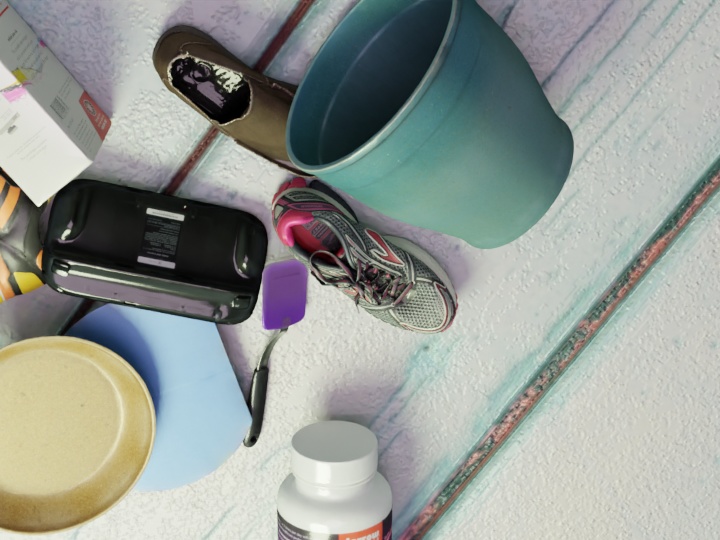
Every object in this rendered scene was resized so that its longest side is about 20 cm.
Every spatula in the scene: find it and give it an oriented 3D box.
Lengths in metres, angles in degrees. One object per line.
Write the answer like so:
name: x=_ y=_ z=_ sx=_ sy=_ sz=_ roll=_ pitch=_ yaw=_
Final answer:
spatula: x=-0.086 y=0.081 z=1.473 sx=0.056 sy=0.021 sz=0.201 roll=-14 pitch=129 yaw=-43

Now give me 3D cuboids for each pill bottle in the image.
pill bottle: x=-0.024 y=0.251 z=1.498 sx=0.110 sy=0.112 sz=0.202 roll=-1 pitch=112 yaw=-1

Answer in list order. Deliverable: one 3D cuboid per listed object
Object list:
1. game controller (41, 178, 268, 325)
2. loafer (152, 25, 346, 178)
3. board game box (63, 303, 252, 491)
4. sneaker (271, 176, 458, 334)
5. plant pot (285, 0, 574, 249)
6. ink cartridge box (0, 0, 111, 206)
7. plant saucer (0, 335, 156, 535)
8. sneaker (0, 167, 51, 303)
game controller: x=-0.183 y=-0.016 z=1.410 sx=0.198 sy=0.042 sz=0.105 roll=12 pitch=81 yaw=-14
loafer: x=-0.096 y=-0.135 z=1.363 sx=0.199 sy=0.071 sz=0.073 roll=28 pitch=109 yaw=-12
board game box: x=-0.195 y=0.109 z=1.480 sx=0.157 sy=0.039 sz=0.201 roll=-19 pitch=113 yaw=0
sneaker: x=0.000 y=0.000 z=1.418 sx=0.199 sy=0.075 sz=0.081 roll=32 pitch=108 yaw=-14
plant pot: x=0.070 y=-0.119 z=1.316 sx=0.187 sy=0.201 sz=0.200 roll=35 pitch=108 yaw=-29
ink cartridge box: x=-0.306 y=-0.164 z=1.325 sx=0.067 sy=0.117 sz=0.200 roll=-36 pitch=107 yaw=13
plant saucer: x=-0.286 y=0.144 z=1.425 sx=0.198 sy=0.035 sz=0.202 roll=-8 pitch=115 yaw=-17
sneaker: x=-0.324 y=-0.074 z=1.395 sx=0.089 sy=0.070 sz=0.202 roll=-21 pitch=110 yaw=-12
